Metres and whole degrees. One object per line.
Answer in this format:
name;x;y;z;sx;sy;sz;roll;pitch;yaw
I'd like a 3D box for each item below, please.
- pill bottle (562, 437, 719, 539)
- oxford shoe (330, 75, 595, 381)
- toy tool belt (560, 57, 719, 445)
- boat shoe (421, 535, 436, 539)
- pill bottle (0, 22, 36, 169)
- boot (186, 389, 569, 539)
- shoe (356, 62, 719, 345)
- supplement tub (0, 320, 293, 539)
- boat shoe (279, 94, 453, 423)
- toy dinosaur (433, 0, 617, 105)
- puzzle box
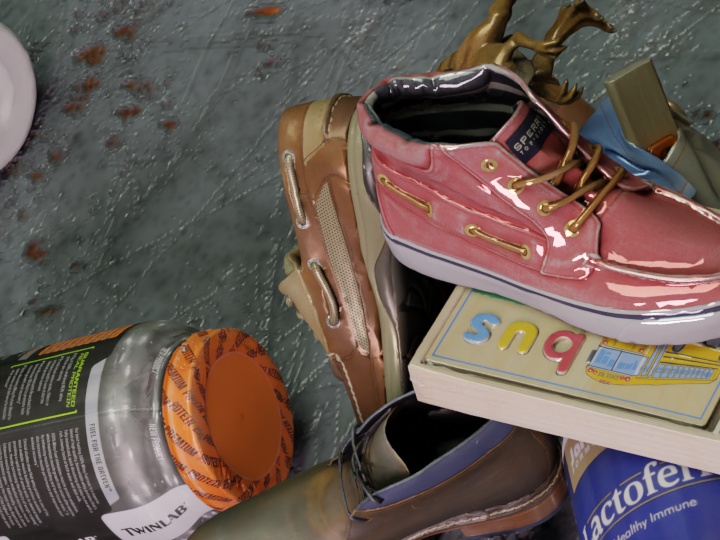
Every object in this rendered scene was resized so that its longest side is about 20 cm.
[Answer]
pill bottle;0.155;0.108;1.325;0.116;0.116;0.200;-29;45;19
oxford shoe;0.058;-0.015;1.533;0.071;0.071;0.200;37;90;25
toy tool belt;0.101;-0.005;1.447;0.200;0.123;0.125;-48;42;0
boat shoe;-0.031;0.189;1.453;0.074;0.076;0.200;0;52;45
pill bottle;-0.310;-0.126;1.876;0.200;0.111;0.111;18;72;45
boot;-0.003;0.099;1.388;0.200;0.097;0.075;-19;55;2
shoe;0.090;-0.032;1.295;0.200;0.091;0.072;14;53;29
supplement tub;-0.143;0.097;1.568;0.200;0.123;0.123;-13;52;32
boat shoe;0.000;0.000;1.468;0.074;0.200;0.076;5;27;22
toy dinosaur;0.066;-0.107;1.465;0.106;0.060;0.200;-48;18;3
puzzle box;0.136;0.025;1.308;0.200;0.025;0.133;12;52;28
